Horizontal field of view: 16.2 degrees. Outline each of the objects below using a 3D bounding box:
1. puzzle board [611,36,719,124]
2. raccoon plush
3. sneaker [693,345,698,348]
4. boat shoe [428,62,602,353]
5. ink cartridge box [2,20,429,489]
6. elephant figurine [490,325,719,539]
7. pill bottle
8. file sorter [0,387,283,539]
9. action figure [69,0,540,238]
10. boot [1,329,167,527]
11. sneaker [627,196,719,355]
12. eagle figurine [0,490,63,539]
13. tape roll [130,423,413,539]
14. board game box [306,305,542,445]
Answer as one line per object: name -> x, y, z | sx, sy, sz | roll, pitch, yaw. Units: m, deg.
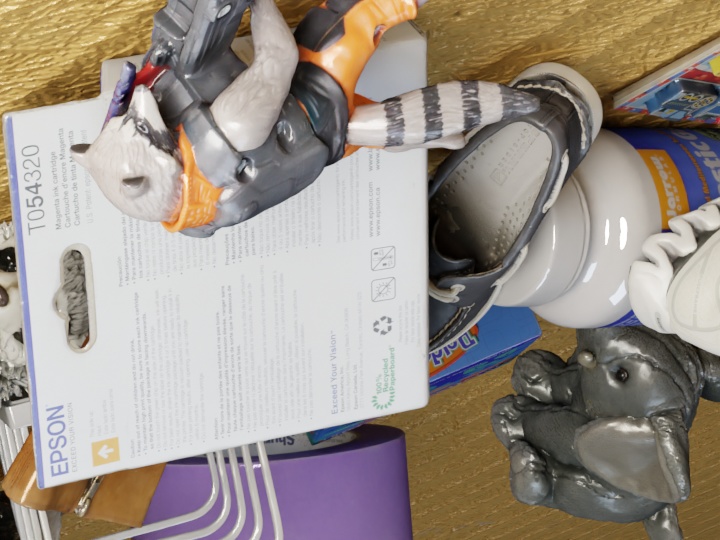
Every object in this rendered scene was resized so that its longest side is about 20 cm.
puzzle board -> 0.252, -0.113, 1.404 | 0.150, 0.018, 0.199 | -28, 162, 36
raccoon plush -> -0.182, 0.012, 1.328 | 0.133, 0.097, 0.200 | -32, -167, 5
sneaker -> 0.227, 0.036, 1.726 | 0.074, 0.107, 0.200 | -13, 164, -15
boat shoe -> 0.055, -0.020, 1.315 | 0.200, 0.074, 0.060 | -50, 180, 34
ink cartridge box -> -0.065, -0.009, 1.167 | 0.198, 0.043, 0.198 | -10, 121, -17
elephant figurine -> 0.177, 0.085, 1.621 | 0.154, 0.143, 0.200 | 3, 159, -25
pill bottle -> 0.148, -0.025, 1.420 | 0.199, 0.113, 0.112 | -2, 159, -43
file sorter -> -0.134, 0.109, 1.448 | 0.138, 0.126, 0.200 | -13, -173, -13
action figure -> -0.026, -0.079, 1.029 | 0.193, 0.105, 0.200 | -26, 156, -25
boot -> -0.073, 0.040, 1.264 | 0.068, 0.201, 0.188 | 26, -173, 30
sneaker -> 0.233, -0.034, 1.351 | 0.200, 0.081, 0.075 | -49, 136, -8
eagle figurine -> -0.248, 0.183, 1.723 | 0.151, 0.152, 0.200 | -30, 152, 9
tape roll -> -0.064, 0.162, 1.775 | 0.198, 0.086, 0.200 | -4, -176, 0
board game box -> 0.031, 0.061, 1.639 | 0.151, 0.045, 0.200 | -23, 175, -4
